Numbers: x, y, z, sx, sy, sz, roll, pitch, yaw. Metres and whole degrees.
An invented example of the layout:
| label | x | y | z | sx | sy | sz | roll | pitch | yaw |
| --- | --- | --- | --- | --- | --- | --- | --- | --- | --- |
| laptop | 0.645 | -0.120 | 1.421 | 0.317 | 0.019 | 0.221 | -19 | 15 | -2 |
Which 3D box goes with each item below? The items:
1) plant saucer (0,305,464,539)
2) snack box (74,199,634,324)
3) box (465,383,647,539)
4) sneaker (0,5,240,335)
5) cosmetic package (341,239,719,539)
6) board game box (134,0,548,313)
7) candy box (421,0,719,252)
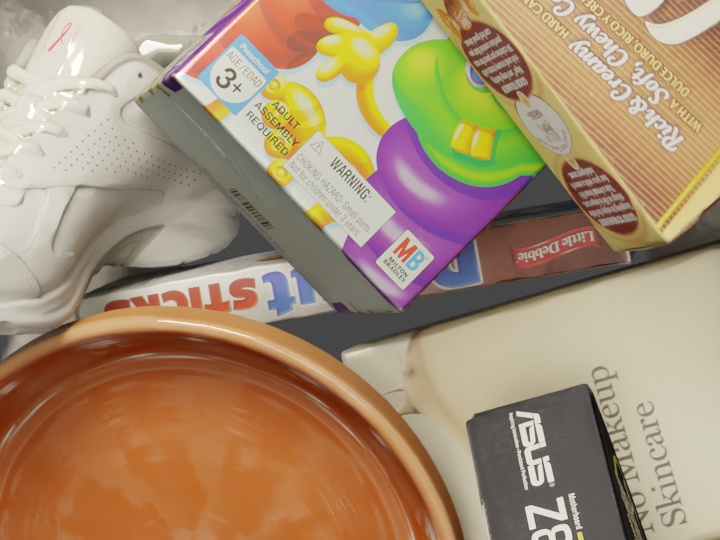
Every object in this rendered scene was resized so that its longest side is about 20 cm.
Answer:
| label | x | y | z | sx | sy | sz | roll | pitch | yaw |
| --- | --- | --- | --- | --- | --- | --- | --- | --- | --- |
| plant saucer | -0.060 | 0.107 | 0.779 | 0.200 | 0.032 | 0.200 | 4 | 109 | 11 |
| snack box | 0.000 | 0.000 | 0.819 | 0.200 | 0.072 | 0.024 | -10 | 93 | 9 |
| box | 0.089 | 0.160 | 0.716 | 0.049 | 0.161 | 0.200 | -15 | 129 | 9 |
| sneaker | -0.113 | -0.040 | 0.772 | 0.078 | 0.200 | 0.099 | 12 | 111 | 24 |
| cosmetic package | 0.105 | 0.048 | 0.803 | 0.200 | 0.073 | 0.104 | -17 | 88 | 8 |
| board game box | 0.037 | -0.092 | 0.734 | 0.105 | 0.103 | 0.200 | 46 | 81 | -8 |
| candy box | 0.066 | -0.118 | 0.659 | 0.115 | 0.055 | 0.200 | -39 | 97 | -10 |
